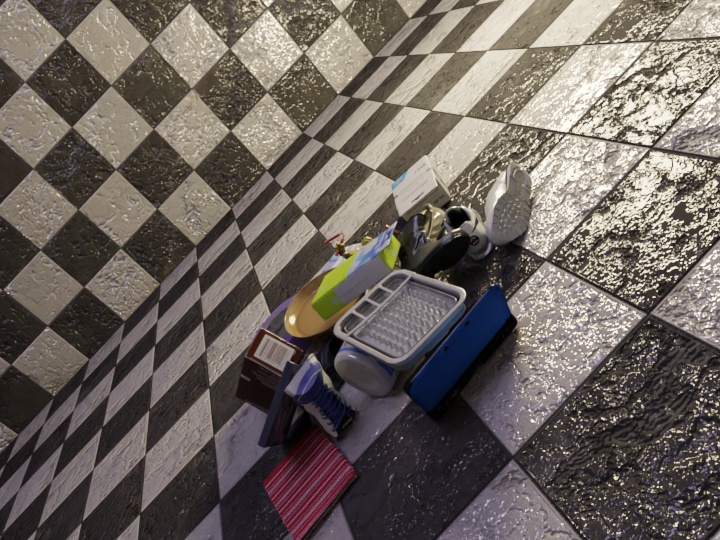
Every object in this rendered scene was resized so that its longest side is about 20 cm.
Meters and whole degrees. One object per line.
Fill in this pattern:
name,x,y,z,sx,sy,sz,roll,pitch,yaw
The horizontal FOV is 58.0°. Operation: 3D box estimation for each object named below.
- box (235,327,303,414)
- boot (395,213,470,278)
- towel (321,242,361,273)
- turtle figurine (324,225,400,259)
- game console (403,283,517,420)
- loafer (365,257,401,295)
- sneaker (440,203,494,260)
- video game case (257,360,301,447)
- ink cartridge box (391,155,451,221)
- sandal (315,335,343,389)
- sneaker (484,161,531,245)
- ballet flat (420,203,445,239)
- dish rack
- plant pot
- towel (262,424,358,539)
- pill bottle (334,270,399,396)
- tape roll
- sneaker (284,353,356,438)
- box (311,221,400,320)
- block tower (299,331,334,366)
box,-0.186,0.208,1.298,0.076,0.098,0.202,-62,-2,-34
boot,0.121,-0.055,1.222,0.200,0.066,0.134,-47,47,47
towel,-0.035,-0.015,1.606,0.198,0.024,0.149,-11,41,55
turtle figurine,0.003,-0.023,1.482,0.193,0.066,0.164,-2,44,12
game console,0.132,0.108,0.987,0.201,0.118,0.170,-47,23,-5
loafer,0.046,0.040,1.314,0.069,0.074,0.204,124,165,-47
sneaker,0.194,-0.098,1.261,0.074,0.088,0.201,-43,21,7
video game case,-0.136,0.243,1.174,0.200,0.018,0.147,82,-154,-78
ink cartridge box,0.140,-0.175,1.505,0.115,0.067,0.202,-38,23,17
sandal,-0.040,0.152,1.264,0.202,0.074,0.048,-54,-20,-19
sneaker,0.262,-0.110,1.197,0.080,0.076,0.202,-38,17,46
ballet flat,0.124,-0.062,1.350,0.069,0.069,0.203,-22,33,43
dish rack,0.065,0.080,1.029,0.171,0.044,0.198,-41,29,-20
plant pot,-0.070,0.069,1.346,0.196,0.028,0.203,-26,32,17
towel,-0.088,0.353,1.096,0.145,0.023,0.199,-48,24,-9
pill bottle,0.042,0.107,1.153,0.112,0.114,0.203,-16,37,49
tape roll,-0.159,0.157,1.462,0.198,0.085,0.202,-38,23,19
sneaker,-0.059,0.221,1.117,0.081,0.114,0.200,-51,-14,-16
box,0.000,0.000,1.238,0.198,0.048,0.123,-37,14,24
block tower,-0.055,0.136,1.353,0.057,0.054,0.203,-17,36,50
